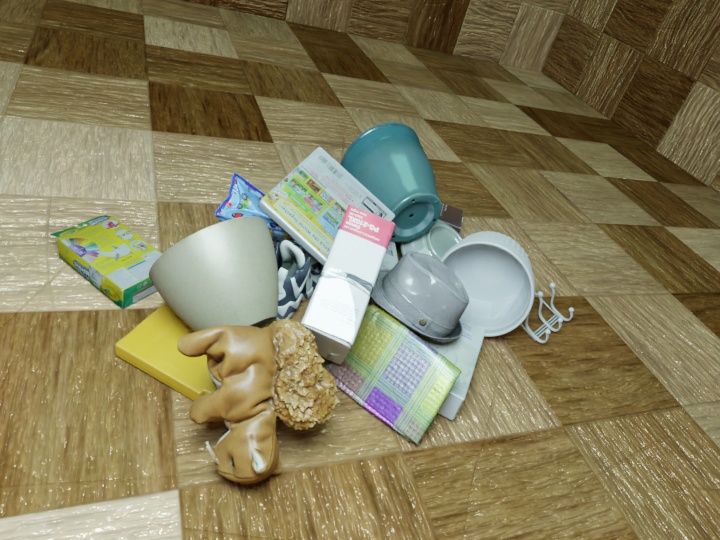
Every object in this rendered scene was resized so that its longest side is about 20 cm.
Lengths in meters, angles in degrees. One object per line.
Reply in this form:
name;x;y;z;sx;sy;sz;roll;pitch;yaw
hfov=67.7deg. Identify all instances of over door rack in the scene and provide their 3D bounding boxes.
over door rack;0.364;0.058;1.188;0.199;0.068;0.146;40;39;27

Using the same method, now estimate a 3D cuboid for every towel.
towel;0.048;0.162;0.867;0.198;0.145;0.023;33;-4;22

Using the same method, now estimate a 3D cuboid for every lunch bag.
lunch bag;-0.162;-0.087;1.052;0.196;0.151;0.096;24;80;6

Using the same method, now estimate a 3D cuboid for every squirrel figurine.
squirrel figurine;-0.126;0.174;0.714;0.195;0.142;0.190;-15;65;-5

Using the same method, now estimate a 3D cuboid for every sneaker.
sneaker;-0.116;-0.011;1.005;0.078;0.132;0.199;27;36;12

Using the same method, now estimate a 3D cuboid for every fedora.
fedora;0.115;0.032;0.945;0.198;0.091;0.177;35;24;0

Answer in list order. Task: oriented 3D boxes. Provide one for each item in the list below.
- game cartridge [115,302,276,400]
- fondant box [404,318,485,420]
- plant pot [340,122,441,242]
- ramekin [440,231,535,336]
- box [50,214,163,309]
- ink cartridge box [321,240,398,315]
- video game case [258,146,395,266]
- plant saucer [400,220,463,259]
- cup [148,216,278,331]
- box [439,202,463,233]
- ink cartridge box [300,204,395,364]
game cartridge;-0.259;0.109;0.870;0.173;0.033;0.201;26;38;10
fondant box;0.134;0.152;0.965;0.142;0.059;0.200;25;35;9
plant pot;0.078;-0.173;1.142;0.196;0.202;0.190;-5;49;-29
ramekin;0.253;0.018;1.078;0.197;0.204;0.105;26;31;12
box;-0.439;-0.024;0.948;0.198;0.049;0.117;35;38;17
ink cartridge box;0.000;0.000;1.065;0.141;0.085;0.202;20;33;-17
video game case;-0.057;-0.109;0.982;0.199;0.023;0.183;42;57;-1
plant saucer;0.182;-0.044;1.196;0.196;0.050;0.204;16;54;-23
cup;-0.204;0.032;0.832;0.198;0.200;0.146;-21;79;-42
box;0.154;-0.135;1.345;0.196;0.076;0.101;20;34;5
ink cartridge box;-0.025;0.026;0.840;0.083;0.145;0.204;21;69;-1
